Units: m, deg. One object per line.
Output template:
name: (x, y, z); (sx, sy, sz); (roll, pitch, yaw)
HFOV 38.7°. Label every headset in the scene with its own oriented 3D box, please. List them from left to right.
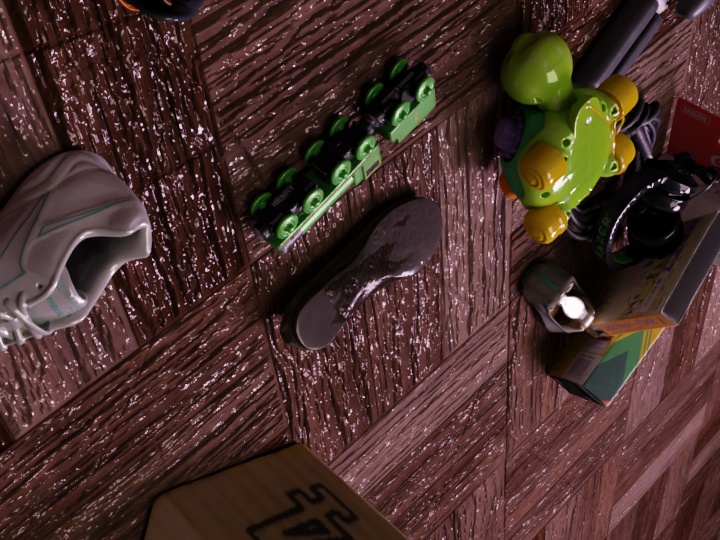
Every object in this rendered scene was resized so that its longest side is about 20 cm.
headset: (0.339, -0.082, 1.190); (0.198, 0.094, 0.125); (-25, 139, -24)

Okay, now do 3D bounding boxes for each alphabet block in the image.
alphabet block: (-0.075, 0.310, 0.933); (0.195, 0.199, 0.198); (-9, 125, -49)

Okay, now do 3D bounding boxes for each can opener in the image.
can opener: (0.301, -0.253, 1.051); (0.201, 0.067, 0.053); (-54, 147, -4)

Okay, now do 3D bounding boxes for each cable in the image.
cable: (0.289, -0.115, 1.174); (0.199, 0.051, 0.165); (-13, 128, -46)

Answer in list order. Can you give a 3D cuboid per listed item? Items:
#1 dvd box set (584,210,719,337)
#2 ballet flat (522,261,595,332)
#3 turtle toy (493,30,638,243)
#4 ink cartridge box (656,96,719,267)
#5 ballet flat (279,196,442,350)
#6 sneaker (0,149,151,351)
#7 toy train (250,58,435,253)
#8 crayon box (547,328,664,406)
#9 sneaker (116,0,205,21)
dvd box set: (0.355, 0.010, 1.244); (0.147, 0.029, 0.200); (-56, -173, -15)
ballet flat: (0.254, 0.047, 1.257); (0.068, 0.063, 0.200); (-56, 148, 1)
turtle toy: (0.182, -0.134, 0.967); (0.146, 0.101, 0.201); (-42, 145, -20)
ink cartridge box: (0.444, -0.091, 1.258); (0.044, 0.199, 0.178); (-33, 142, -27)
ballet flat: (0.000, 0.000, 0.908); (0.200, 0.046, 0.068); (-43, 115, -29)
sneaker: (-0.210, 0.012, 0.604); (0.200, 0.080, 0.071); (-44, 148, -16)
toy train: (-0.011, -0.089, 0.814); (0.200, 0.042, 0.057); (-46, 157, -15)
crayon box: (0.342, 0.078, 1.352); (0.201, 0.051, 0.127); (-53, -173, -4)
sneaker: (-0.148, -0.163, 0.497); (0.199, 0.112, 0.078); (-28, 138, -37)
